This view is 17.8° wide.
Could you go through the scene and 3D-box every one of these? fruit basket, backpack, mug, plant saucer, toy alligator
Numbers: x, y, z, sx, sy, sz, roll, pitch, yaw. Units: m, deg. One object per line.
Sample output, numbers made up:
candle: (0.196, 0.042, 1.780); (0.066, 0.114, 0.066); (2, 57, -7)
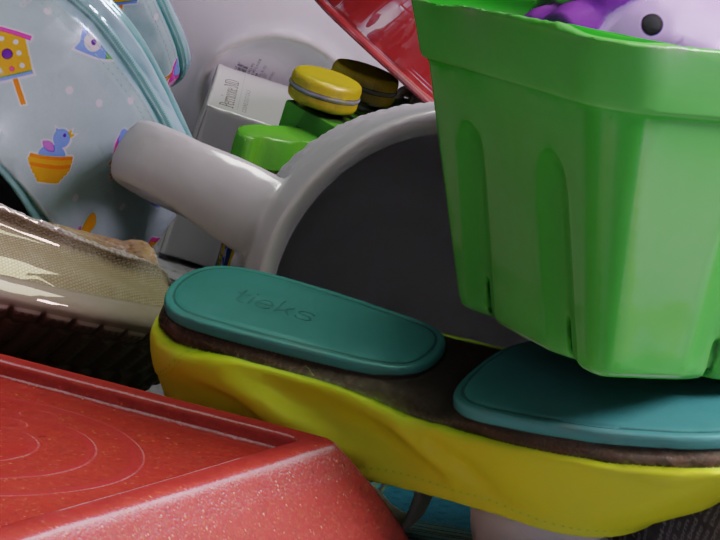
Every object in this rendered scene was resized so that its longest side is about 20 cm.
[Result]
fruit basket: (0.124, -0.076, 0.653); (0.215, 0.216, 0.155); (13, 7, -24)
backpack: (-0.153, -0.078, 0.929); (0.200, 0.153, 0.176); (36, -21, 33)
mug: (0.000, 0.000, 0.847); (0.200, 0.148, 0.175); (27, 0, -10)
plant saucer: (-0.112, 0.055, 0.606); (0.199, 0.037, 0.199); (13, 11, 27)
toy alligator: (0.007, -0.056, 1.000); (0.054, 0.059, 0.200); (24, 17, 18)

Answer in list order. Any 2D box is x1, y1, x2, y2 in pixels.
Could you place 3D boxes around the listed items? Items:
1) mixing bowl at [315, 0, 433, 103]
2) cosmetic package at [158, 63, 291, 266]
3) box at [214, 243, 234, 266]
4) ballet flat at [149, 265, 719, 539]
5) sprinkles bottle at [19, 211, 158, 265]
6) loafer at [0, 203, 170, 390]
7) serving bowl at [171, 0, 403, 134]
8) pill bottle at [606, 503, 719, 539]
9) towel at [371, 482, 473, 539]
mixing bowl: (0.088, -0.096, 1.029); (0.200, 0.108, 0.200); (40, 7, -6)
cosmetic package: (0.007, -0.028, 1.166); (0.199, 0.085, 0.108); (18, 16, -7)
box: (0.035, 0.019, 1.024); (0.199, 0.070, 0.064); (16, 14, -10)
ballet flat: (0.027, 0.048, 0.660); (0.199, 0.067, 0.067); (12, 26, 27)
sprinkles bottle: (-0.172, -0.001, 0.800); (0.199, 0.068, 0.068); (14, 12, -20)
loafer: (-0.143, -0.006, 0.733); (0.199, 0.076, 0.069); (13, 57, -27)
serving bowl: (-0.041, -0.105, 1.233); (0.199, 0.201, 0.066); (17, 34, -5)
pill bottle: (0.137, 0.082, 0.682); (0.110, 0.111, 0.200); (15, 12, -17)
towel: (-0.031, 0.081, 0.688); (0.199, 0.022, 0.147); (9, 9, 10)
